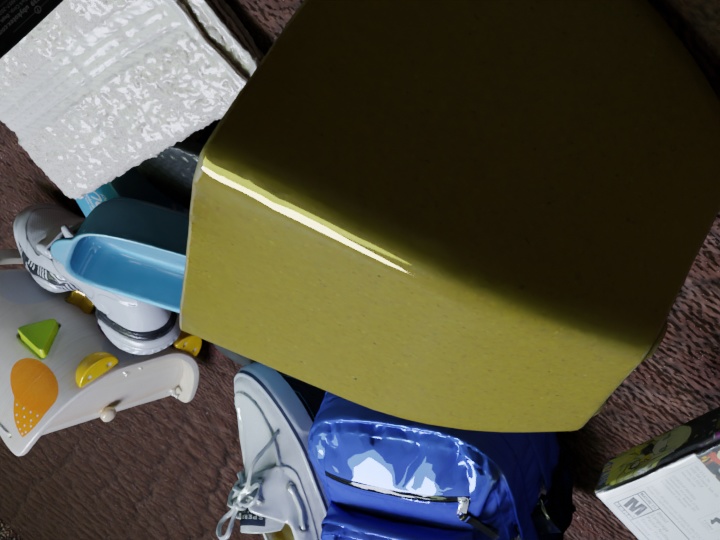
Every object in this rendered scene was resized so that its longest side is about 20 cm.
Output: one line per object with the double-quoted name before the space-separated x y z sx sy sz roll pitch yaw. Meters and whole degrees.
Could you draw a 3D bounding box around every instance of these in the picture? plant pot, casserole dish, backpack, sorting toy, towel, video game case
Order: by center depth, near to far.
"plant pot" 0.054 -0.035 0.715 0.200 0.196 0.194 29 156 4
"video game case" 0.255 0.143 0.816 0.200 0.036 0.181 45 130 -13
"towel" -0.159 -0.125 0.959 0.200 0.035 0.133 -26 113 37
"backpack" 0.053 0.144 1.033 0.162 0.168 0.200 5 134 18
"casserole dish" -0.111 -0.002 1.072 0.200 0.039 0.121 17 159 -11
"sorting toy" -0.253 0.045 1.365 0.180 0.200 0.107 47 125 22

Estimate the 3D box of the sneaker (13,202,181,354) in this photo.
"sneaker" -0.223 -0.025 1.286 0.200 0.075 0.115 38 147 32

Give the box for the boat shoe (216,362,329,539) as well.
"boat shoe" -0.066 0.172 1.143 0.075 0.086 0.202 -13 99 61

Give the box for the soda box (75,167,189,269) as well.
"soda box" -0.168 -0.072 1.115 0.064 0.068 0.200 22 151 33

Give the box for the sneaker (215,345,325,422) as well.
"sneaker" -0.041 0.068 1.169 0.200 0.075 0.079 34 153 11

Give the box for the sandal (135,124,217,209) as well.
"sandal" -0.059 -0.062 1.012 0.200 0.048 0.075 12 145 26

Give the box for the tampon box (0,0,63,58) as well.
"tampon box" -0.246 -0.212 0.881 0.200 0.150 0.126 13 144 47
